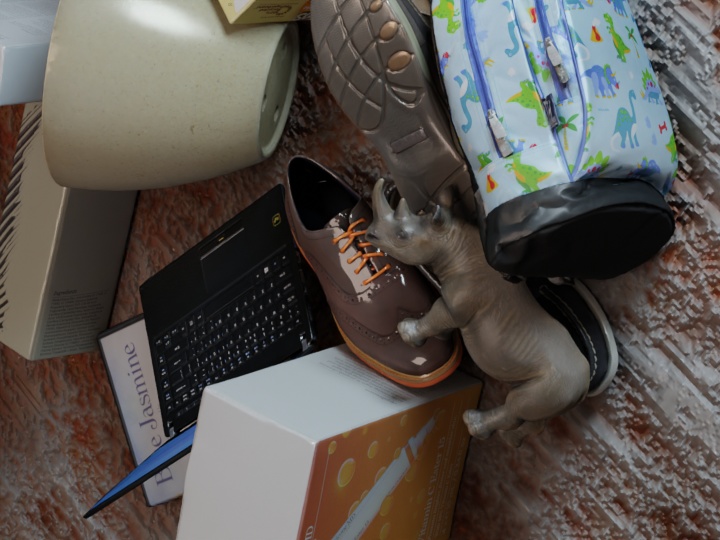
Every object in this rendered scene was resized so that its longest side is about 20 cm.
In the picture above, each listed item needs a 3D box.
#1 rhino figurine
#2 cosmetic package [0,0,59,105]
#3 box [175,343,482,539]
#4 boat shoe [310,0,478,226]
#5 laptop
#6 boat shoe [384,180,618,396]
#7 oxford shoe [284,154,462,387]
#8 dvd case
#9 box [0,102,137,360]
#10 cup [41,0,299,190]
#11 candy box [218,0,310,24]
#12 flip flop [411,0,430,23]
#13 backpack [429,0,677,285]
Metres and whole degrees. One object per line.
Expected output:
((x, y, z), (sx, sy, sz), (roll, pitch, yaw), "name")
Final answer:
((0.071, 0.021, 1.530), (0.087, 0.060, 0.201), (-32, 99, 30), "rhino figurine")
((-0.282, -0.180, 1.828), (0.199, 0.150, 0.052), (23, 111, 37), "cosmetic package")
((-0.019, 0.132, 1.609), (0.097, 0.199, 0.125), (23, 112, 31), "box")
((0.033, -0.118, 1.556), (0.074, 0.073, 0.201), (-18, 104, 33), "boat shoe")
((-0.125, 0.057, 1.709), (0.177, 0.103, 0.201), (-33, 59, 39), "laptop")
((0.090, 0.008, 1.592), (0.200, 0.060, 0.074), (52, 120, 22), "boat shoe")
((0.000, 0.000, 1.629), (0.071, 0.073, 0.200), (-35, 53, -6), "oxford shoe")
((-0.115, 0.086, 1.809), (0.199, 0.017, 0.144), (-24, 81, 41), "dvd case")
((-0.228, -0.036, 1.849), (0.068, 0.082, 0.201), (29, 113, 36), "box")
((-0.124, -0.143, 1.691), (0.142, 0.200, 0.202), (12, 106, 10), "cup")
((-0.080, -0.269, 1.663), (0.055, 0.115, 0.201), (-37, 72, 37), "candy box")
((0.016, -0.178, 1.599), (0.201, 0.057, 0.081), (59, 148, -5), "flip flop")
((0.119, -0.109, 1.502), (0.154, 0.163, 0.201), (-40, 63, 28), "backpack")
